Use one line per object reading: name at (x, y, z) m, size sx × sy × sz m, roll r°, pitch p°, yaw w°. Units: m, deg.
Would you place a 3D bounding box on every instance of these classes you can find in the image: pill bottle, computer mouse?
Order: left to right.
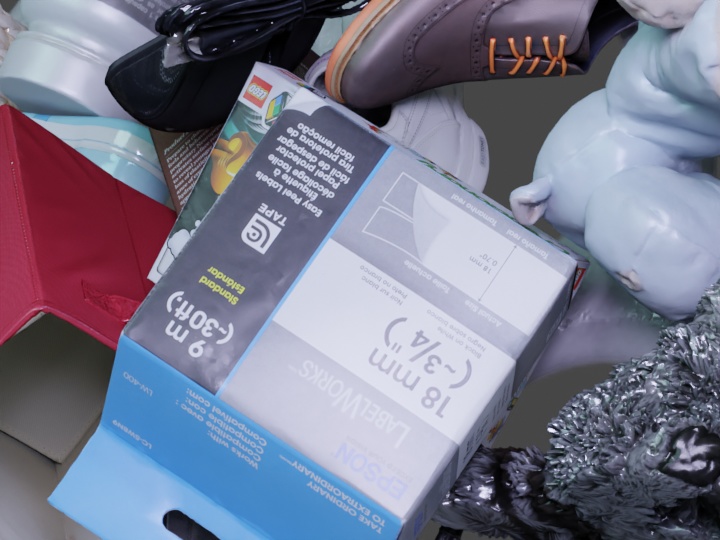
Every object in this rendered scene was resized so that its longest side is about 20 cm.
pill bottle at (-0.151, -0.188, 1.339) m, size 0.113 × 0.114 × 0.201 m, roll 8°, pitch 68°, yaw 49°
computer mouse at (-0.071, -0.109, 1.089) m, size 0.138 × 0.053 × 0.200 m, roll -23°, pitch 2°, yaw -29°

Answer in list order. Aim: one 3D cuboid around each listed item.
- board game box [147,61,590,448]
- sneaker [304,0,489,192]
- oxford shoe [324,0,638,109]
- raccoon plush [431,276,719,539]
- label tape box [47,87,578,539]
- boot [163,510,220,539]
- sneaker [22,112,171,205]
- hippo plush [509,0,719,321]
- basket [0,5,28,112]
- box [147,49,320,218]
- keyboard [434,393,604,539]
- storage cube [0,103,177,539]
board game box at (0.000, 0.000, 1.014) m, size 0.199 × 0.035 × 0.127 m, roll 33°, pitch 102°, yaw 25°
sneaker at (0.014, -0.112, 1.118) m, size 0.075 × 0.099 × 0.201 m, roll -40°, pitch 39°, yaw 25°
oxford shoe at (0.077, -0.127, 1.037) m, size 0.199 × 0.071 × 0.073 m, roll -28°, pitch 59°, yaw -12°
raccoon plush at (0.119, 0.043, 0.875) m, size 0.199 × 0.097 × 0.135 m, roll 5°, pitch 59°, yaw 29°
label tape box at (-0.021, 0.047, 0.863) m, size 0.144 × 0.063 × 0.201 m, roll 32°, pitch 75°, yaw 10°
boot at (-0.029, 0.049, 0.928) m, size 0.070 × 0.131 × 0.202 m, roll -164°, pitch 84°, yaw -68°
sneaker at (-0.206, -0.028, 1.308) m, size 0.199 × 0.079 × 0.131 m, roll 0°, pitch 62°, yaw 48°
hippo plush at (0.131, -0.072, 0.916) m, size 0.161 × 0.159 × 0.200 m, roll -54°, pitch 55°, yaw 19°
basket at (-0.347, -0.131, 1.444) m, size 0.197 × 0.200 × 0.162 m, roll 3°, pitch 59°, yaw 47°
box at (-0.049, -0.047, 1.160) m, size 0.100 × 0.075 × 0.201 m, roll -41°, pitch 41°, yaw 17°
keyboard at (0.067, 0.146, 0.909) m, size 0.126 × 0.021 × 0.201 m, roll 12°, pitch 68°, yaw 36°
storage cube at (-0.175, 0.055, 1.126) m, size 0.200 × 0.170 × 0.180 m, roll -44°, pitch 37°, yaw 20°
